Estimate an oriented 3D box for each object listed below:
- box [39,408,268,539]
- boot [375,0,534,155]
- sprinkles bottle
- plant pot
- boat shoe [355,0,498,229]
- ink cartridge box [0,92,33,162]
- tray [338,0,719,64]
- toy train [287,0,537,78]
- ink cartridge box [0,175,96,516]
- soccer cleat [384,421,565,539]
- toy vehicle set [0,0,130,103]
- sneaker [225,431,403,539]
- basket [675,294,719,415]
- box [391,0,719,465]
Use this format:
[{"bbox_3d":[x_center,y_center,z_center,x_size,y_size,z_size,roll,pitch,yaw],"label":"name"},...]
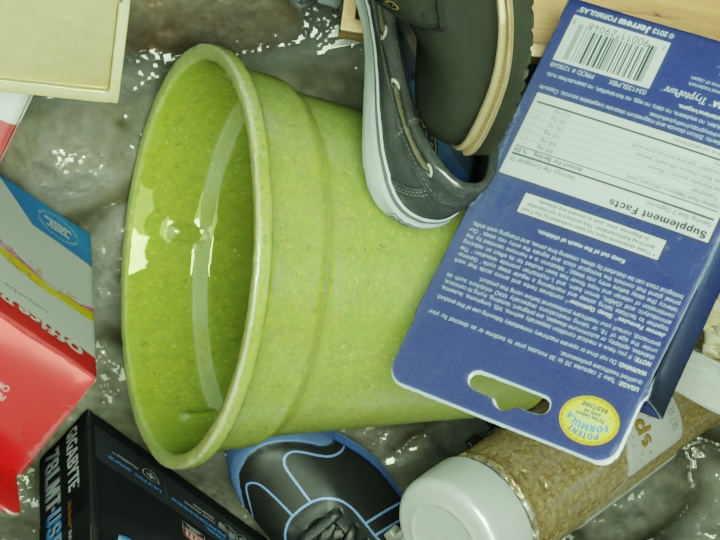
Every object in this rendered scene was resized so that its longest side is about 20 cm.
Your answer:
[{"bbox_3d":[-0.077,0.187,1.271,0.200,0.199,0.050,39,105,-22],"label":"box"},{"bbox_3d":[-0.003,-0.129,1.004,0.138,0.078,0.201,-9,128,-12],"label":"boot"},{"bbox_3d":[0.108,0.092,1.267,0.200,0.068,0.069,-31,124,-38],"label":"sprinkles bottle"},{"bbox_3d":[0.000,0.000,1.213,0.183,0.200,0.201,5,115,-22],"label":"plant pot"},{"bbox_3d":[0.031,-0.121,1.122,0.070,0.066,0.201,6,77,-28],"label":"boat shoe"},{"bbox_3d":[-0.201,-0.156,1.156,0.144,0.084,0.201,23,110,-17],"label":"ink cartridge box"},{"bbox_3d":[0.094,-0.148,1.193,0.199,0.037,0.099,8,88,-2],"label":"tray"},{"bbox_3d":[0.054,-0.127,1.235,0.199,0.034,0.046,17,99,-14],"label":"toy train"},{"bbox_3d":[-0.188,0.018,1.175,0.116,0.200,0.067,34,107,-21],"label":"ink cartridge box"},{"bbox_3d":[0.061,0.148,1.295,0.085,0.069,0.200,47,57,-5],"label":"soccer cleat"},{"bbox_3d":[-0.198,-0.146,1.099,0.199,0.027,0.125,6,113,-10],"label":"toy vehicle set"},{"bbox_3d":[0.007,0.158,1.336,0.070,0.078,0.200,-41,114,13],"label":"sneaker"},{"bbox_3d":[0.223,-0.026,1.220,0.199,0.135,0.124,-17,115,-24],"label":"basket"},{"bbox_3d":[0.106,-0.016,1.115,0.201,0.121,0.032,-62,151,-13],"label":"box"}]
